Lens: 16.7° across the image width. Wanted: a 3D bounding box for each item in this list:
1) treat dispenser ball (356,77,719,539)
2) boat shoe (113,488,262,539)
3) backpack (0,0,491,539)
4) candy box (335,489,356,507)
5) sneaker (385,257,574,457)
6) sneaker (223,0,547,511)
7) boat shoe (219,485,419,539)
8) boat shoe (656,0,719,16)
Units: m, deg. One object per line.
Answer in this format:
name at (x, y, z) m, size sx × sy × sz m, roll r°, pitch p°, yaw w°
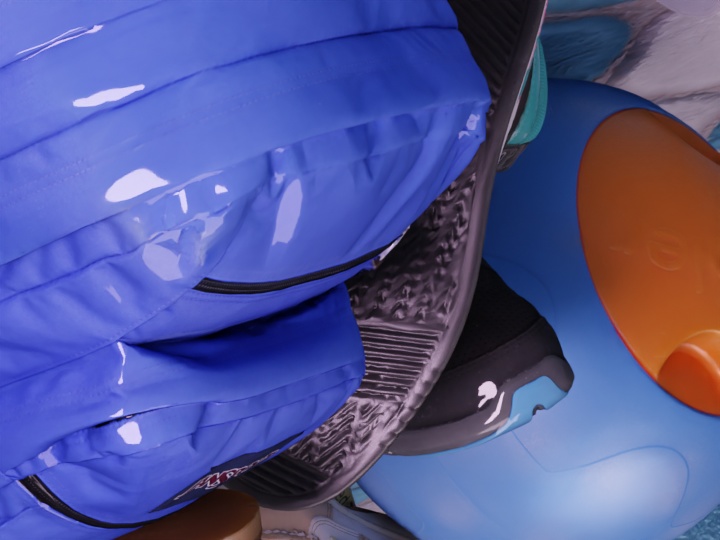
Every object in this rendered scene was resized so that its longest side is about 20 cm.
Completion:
treat dispenser ball at (0.075, 0.022, 0.998) m, size 0.200 × 0.202 × 0.201 m, roll -20°, pitch 169°, yaw -4°
boat shoe at (-0.111, 0.110, 0.686) m, size 0.199 × 0.071 × 0.070 m, roll -12°, pitch -170°, yaw 23°
backpack at (-0.066, -0.025, 0.597) m, size 0.199 × 0.168 × 0.162 m, roll -29°, pitch 178°, yaw 30°
candy box at (-0.096, 0.134, 1.000) m, size 0.200 × 0.077 × 0.169 m, roll -39°, pitch 148°, yaw -14°
sneaker at (0.000, 0.000, 0.841) m, size 0.073 × 0.082 × 0.200 m, roll -26°, pitch -151°, yaw -21°
sneaker at (0.005, -0.026, 0.767) m, size 0.083 × 0.201 × 0.121 m, roll 22°, pitch -178°, yaw 3°
boat shoe at (-0.015, 0.129, 0.950) m, size 0.200 × 0.069 × 0.074 m, roll 15°, pitch 114°, yaw -55°
boat shoe at (0.128, -0.140, 0.692) m, size 0.070 × 0.071 × 0.200 m, roll -46°, pitch 174°, yaw -20°
